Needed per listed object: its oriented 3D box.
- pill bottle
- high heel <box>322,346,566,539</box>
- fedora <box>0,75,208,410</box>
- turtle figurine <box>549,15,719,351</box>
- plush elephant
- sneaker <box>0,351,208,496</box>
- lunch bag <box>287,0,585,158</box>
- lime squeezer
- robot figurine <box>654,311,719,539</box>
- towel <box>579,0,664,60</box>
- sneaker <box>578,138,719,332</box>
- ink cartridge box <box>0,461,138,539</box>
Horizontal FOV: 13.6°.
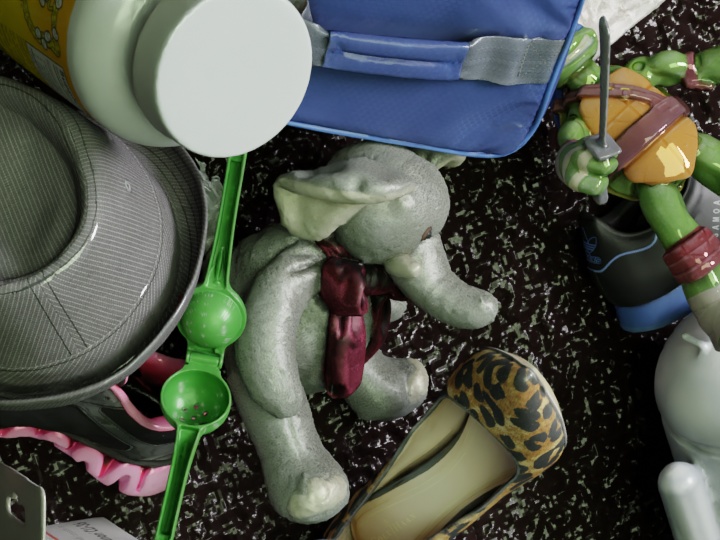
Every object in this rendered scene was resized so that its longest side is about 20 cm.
[{"bbox_3d":[-0.108,-0.126,1.461,0.112,0.200,0.113,-14,119,-27],"label":"pill bottle"},{"bbox_3d":[0.037,0.116,1.608,0.142,0.200,0.071,-41,82,-17],"label":"high heel"},{"bbox_3d":[-0.168,-0.029,1.491,0.176,0.201,0.090,-21,140,4],"label":"fedora"},{"bbox_3d":[0.179,-0.067,1.597,0.194,0.200,0.144,51,37,-4],"label":"turtle figurine"},{"bbox_3d":[0.000,0.000,1.589,0.201,0.154,0.165,59,31,-2],"label":"plush elephant"},{"bbox_3d":[-0.160,0.053,1.561,0.199,0.095,0.079,16,60,-27],"label":"sneaker"},{"bbox_3d":[0.011,-0.146,1.559,0.199,0.133,0.136,7,120,-17],"label":"lunch bag"},{"bbox_3d":[-0.083,0.039,1.519,0.037,0.071,0.201,9,82,16],"label":"lime squeezer"},{"bbox_3d":[0.232,0.092,1.711,0.170,0.113,0.201,-43,131,-27],"label":"robot figurine"},{"bbox_3d":[0.112,-0.189,1.694,0.200,0.034,0.133,-40,109,-15],"label":"towel"},{"bbox_3d":[0.214,-0.048,1.731,0.200,0.070,0.078,-35,114,-15],"label":"sneaker"},{"bbox_3d":[-0.144,0.200,1.577,0.067,0.116,0.201,-7,98,-21],"label":"ink cartridge box"}]
